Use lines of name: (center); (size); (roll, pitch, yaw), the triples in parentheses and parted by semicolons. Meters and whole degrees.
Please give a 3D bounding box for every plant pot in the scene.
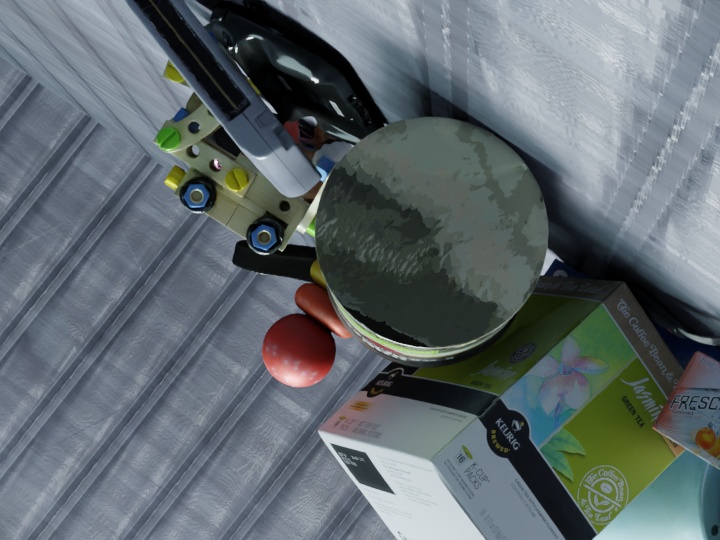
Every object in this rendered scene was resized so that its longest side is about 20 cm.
plant pot: (0.252, 0.171, 1.688); (0.200, 0.200, 0.188); (37, 161, -33)

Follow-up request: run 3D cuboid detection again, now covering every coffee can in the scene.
coffee can: (0.045, -0.014, 1.392); (0.146, 0.146, 0.200); (34, 176, 4)

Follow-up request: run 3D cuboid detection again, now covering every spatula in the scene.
spatula: (0.232, 0.042, 1.428); (0.057, 0.021, 0.200); (33, 178, -38)

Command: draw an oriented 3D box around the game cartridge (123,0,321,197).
game cartridge: (-0.106, -0.142, 1.524); (0.200, 0.041, 0.133); (52, -175, 17)

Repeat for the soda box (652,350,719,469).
soda box: (0.286, 0.121, 1.462); (0.068, 0.064, 0.200); (32, -177, 39)

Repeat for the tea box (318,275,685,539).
tea box: (0.110, 0.111, 1.525); (0.134, 0.197, 0.200); (53, 163, -17)

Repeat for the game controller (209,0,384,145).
game controller: (-0.041, -0.138, 1.491); (0.104, 0.042, 0.200); (19, 173, 14)

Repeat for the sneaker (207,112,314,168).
sneaker: (-0.045, -0.090, 1.846); (0.200, 0.079, 0.095); (27, 169, 2)

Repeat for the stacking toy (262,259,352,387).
stacking toy: (0.000, 0.000, 1.537); (0.085, 0.200, 0.085); (34, 176, 3)

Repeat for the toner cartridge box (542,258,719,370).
toner cartridge box: (0.226, 0.065, 1.593); (0.200, 0.043, 0.095); (31, 175, 42)

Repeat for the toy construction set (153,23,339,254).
toy construction set: (-0.078, -0.090, 1.632); (0.200, 0.131, 0.092); (33, -173, 14)

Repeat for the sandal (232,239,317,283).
sandal: (-0.009, 0.012, 1.717); (0.200, 0.048, 0.075); (8, -170, -15)

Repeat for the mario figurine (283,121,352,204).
mario figurine: (0.001, -0.077, 1.727); (0.200, 0.106, 0.123); (25, 142, -13)
